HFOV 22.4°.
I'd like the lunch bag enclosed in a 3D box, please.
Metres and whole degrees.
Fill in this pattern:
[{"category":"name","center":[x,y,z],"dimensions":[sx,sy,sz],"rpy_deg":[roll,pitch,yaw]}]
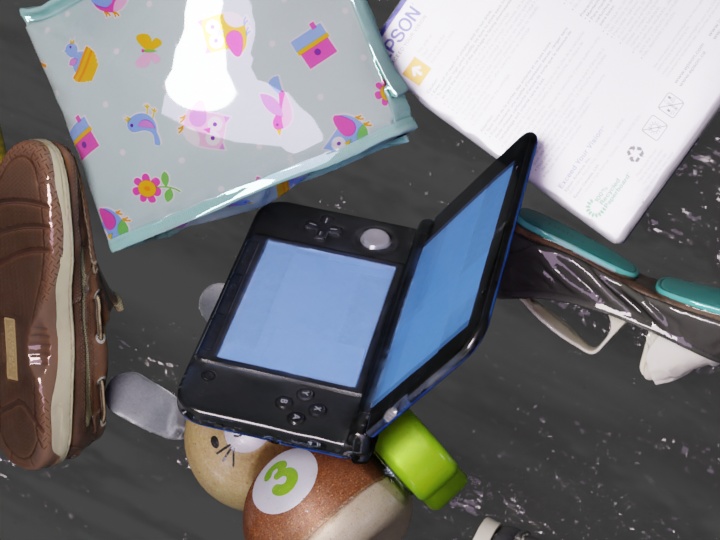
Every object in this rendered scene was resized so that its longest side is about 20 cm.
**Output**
[{"category":"lunch bag","center":[-0.080,-0.124,1.117],"dimensions":[0.199,0.122,0.171],"rpy_deg":[-22,91,15]}]

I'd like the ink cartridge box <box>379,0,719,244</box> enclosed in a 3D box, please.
[{"category":"ink cartridge box","center":[0.137,-0.152,1.122],"dimensions":[0.200,0.043,0.197],"rpy_deg":[37,97,9]}]

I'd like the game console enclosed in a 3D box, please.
[{"category":"game console","center":[0.000,0.000,1.063],"dimensions":[0.170,0.200,0.119],"rpy_deg":[12,131,7]}]

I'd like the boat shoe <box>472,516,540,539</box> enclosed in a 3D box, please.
[{"category":"boat shoe","center":[0.080,0.261,1.150],"dimensions":[0.067,0.072,0.201],"rpy_deg":[17,95,10]}]

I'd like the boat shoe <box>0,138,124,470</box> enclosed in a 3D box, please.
[{"category":"boat shoe","center":[-0.185,0.017,1.119],"dimensions":[0.074,0.075,0.204],"rpy_deg":[18,110,38]}]

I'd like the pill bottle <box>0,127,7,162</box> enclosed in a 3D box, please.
[{"category":"pill bottle","center":[-0.278,-0.056,1.153],"dimensions":[0.114,0.114,0.201],"rpy_deg":[-12,93,9]}]

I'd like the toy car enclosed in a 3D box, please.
[{"category":"toy car","center":[-0.061,0.108,1.128],"dimensions":[0.164,0.158,0.200],"rpy_deg":[-42,76,-3]}]

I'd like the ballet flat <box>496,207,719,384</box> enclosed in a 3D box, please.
[{"category":"ballet flat","center":[0.171,0.025,1.127],"dimensions":[0.199,0.068,0.069],"rpy_deg":[23,107,16]}]
